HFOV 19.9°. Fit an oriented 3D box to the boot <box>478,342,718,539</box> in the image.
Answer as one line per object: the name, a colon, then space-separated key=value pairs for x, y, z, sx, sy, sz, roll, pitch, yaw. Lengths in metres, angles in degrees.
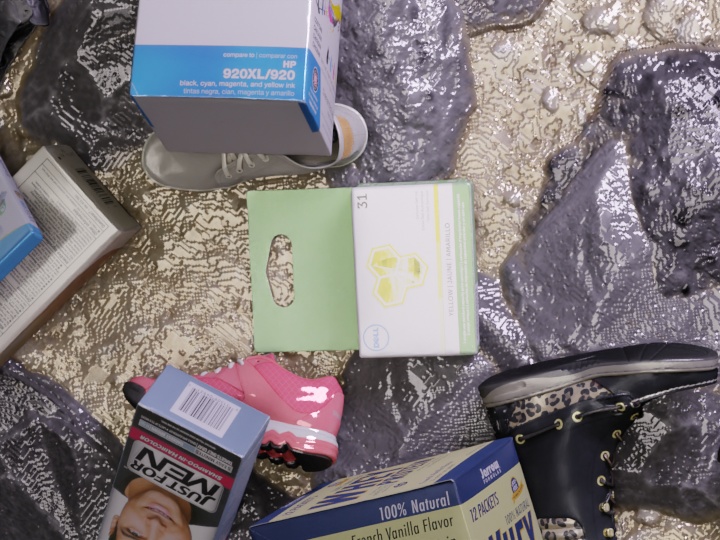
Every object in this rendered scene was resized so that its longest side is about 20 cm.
boot: x=0.208 y=0.146 z=1.701 sx=0.202 sy=0.073 sz=0.155 roll=-10 pitch=95 yaw=17

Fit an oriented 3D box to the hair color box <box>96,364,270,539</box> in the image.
hair color box: x=-0.153 y=0.185 z=1.723 sx=0.098 sy=0.061 sz=0.201 roll=26 pitch=130 yaw=7

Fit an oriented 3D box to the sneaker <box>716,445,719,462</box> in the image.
sneaker: x=0.393 y=0.168 z=1.682 sx=0.199 sy=0.076 sz=0.088 roll=25 pitch=84 yaw=3

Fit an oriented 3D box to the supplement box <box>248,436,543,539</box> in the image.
supplement box: x=0.046 y=0.267 z=1.682 sx=0.198 sy=0.134 sz=0.202 roll=-16 pitch=93 yaw=27

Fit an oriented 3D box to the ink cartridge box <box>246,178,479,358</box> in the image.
ink cartridge box: x=0.000 y=0.000 z=1.736 sx=0.198 sy=0.048 sz=0.147 roll=-2 pitch=95 yaw=7

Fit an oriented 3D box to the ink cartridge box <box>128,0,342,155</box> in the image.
ink cartridge box: x=-0.094 y=-0.210 z=1.654 sx=0.143 sy=0.147 sz=0.202 roll=2 pitch=76 yaw=8

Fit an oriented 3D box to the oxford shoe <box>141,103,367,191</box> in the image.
oxford shoe: x=-0.093 y=-0.108 z=1.736 sx=0.198 sy=0.058 sz=0.076 roll=-5 pitch=97 yaw=12

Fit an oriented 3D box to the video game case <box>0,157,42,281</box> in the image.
video game case: x=-0.356 y=-0.046 z=1.747 sx=0.143 sy=0.018 sz=0.201 roll=-42 pitch=51 yaw=10

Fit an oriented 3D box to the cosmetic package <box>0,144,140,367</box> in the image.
cosmetic package: x=-0.298 y=-0.004 z=1.771 sx=0.200 sy=0.071 sz=0.105 roll=-42 pitch=87 yaw=10

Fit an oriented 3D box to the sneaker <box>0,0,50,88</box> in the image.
sneaker: x=-0.294 y=-0.249 z=1.758 sx=0.104 sy=0.060 sz=0.200 roll=46 pitch=105 yaw=4

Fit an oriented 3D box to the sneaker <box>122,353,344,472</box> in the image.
sneaker: x=-0.105 y=0.110 z=1.762 sx=0.198 sy=0.074 sz=0.088 roll=13 pitch=70 yaw=13
